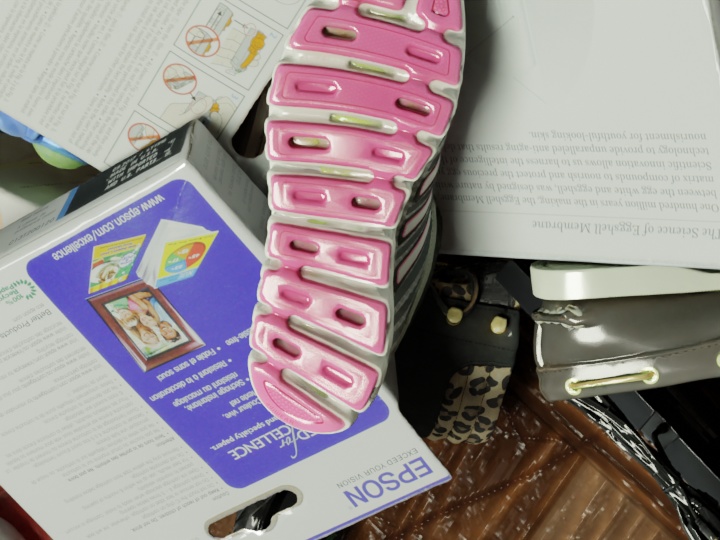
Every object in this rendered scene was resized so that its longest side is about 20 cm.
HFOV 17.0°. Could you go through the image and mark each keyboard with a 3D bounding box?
[{"bbox_3d":[0.132,0.070,1.057,0.200,0.127,0.021,46,110,11],"label":"keyboard"}]

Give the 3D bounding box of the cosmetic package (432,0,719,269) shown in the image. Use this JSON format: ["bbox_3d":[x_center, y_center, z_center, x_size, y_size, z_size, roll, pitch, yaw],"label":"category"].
[{"bbox_3d":[0.090,-0.116,0.985,0.199,0.123,0.201,4,116,39],"label":"cosmetic package"}]

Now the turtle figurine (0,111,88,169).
[{"bbox_3d":[-0.085,-0.141,1.159,0.144,0.199,0.195,42,116,55],"label":"turtle figurine"}]

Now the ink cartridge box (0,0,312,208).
[{"bbox_3d":[-0.096,-0.121,1.014,0.199,0.050,0.162,30,129,-9],"label":"ink cartridge box"}]

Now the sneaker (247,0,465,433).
[{"bbox_3d":[0.000,-0.039,0.972,0.073,0.087,0.201,11,104,6],"label":"sneaker"}]

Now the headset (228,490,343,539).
[{"bbox_3d":[-0.066,0.115,1.273,0.123,0.094,0.200,40,117,16],"label":"headset"}]

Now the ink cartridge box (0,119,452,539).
[{"bbox_3d":[-0.089,0.052,1.084,0.197,0.043,0.200,-26,117,27],"label":"ink cartridge box"}]

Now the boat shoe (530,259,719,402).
[{"bbox_3d":[0.170,0.023,0.986,0.200,0.072,0.061,-1,98,7],"label":"boat shoe"}]

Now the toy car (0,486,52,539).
[{"bbox_3d":[-0.221,0.173,1.365,0.176,0.200,0.185,-21,99,45],"label":"toy car"}]

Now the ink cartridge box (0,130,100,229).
[{"bbox_3d":[-0.158,0.006,1.222,0.200,0.125,0.129,22,110,46],"label":"ink cartridge box"}]

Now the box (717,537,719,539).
[{"bbox_3d":[0.213,0.182,0.996,0.050,0.198,0.201,-10,107,42],"label":"box"}]

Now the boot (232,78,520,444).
[{"bbox_3d":[0.000,0.000,1.120,0.150,0.073,0.201,5,116,-8],"label":"boot"}]
